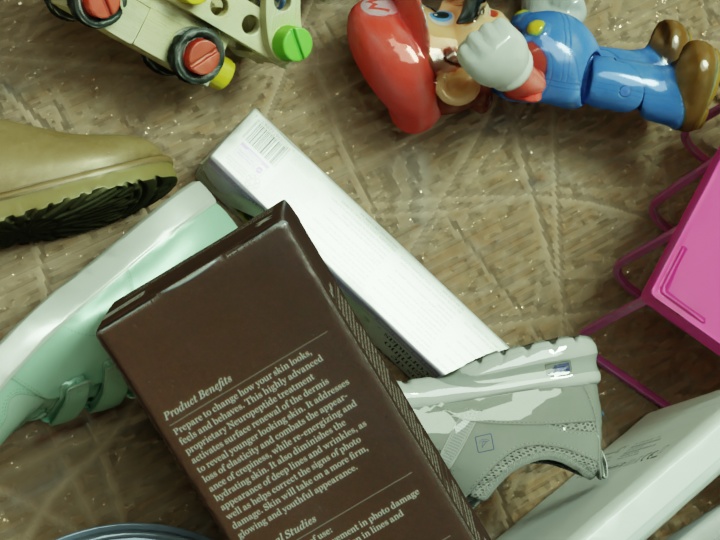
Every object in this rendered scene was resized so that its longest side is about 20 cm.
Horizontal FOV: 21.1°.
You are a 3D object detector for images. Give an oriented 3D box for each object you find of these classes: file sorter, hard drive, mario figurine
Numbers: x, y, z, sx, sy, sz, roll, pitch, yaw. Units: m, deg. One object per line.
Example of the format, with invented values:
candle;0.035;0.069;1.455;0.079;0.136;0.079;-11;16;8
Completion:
file sorter;0.226;-0.016;1.048;0.139;0.125;0.201;34;69;-9
hard drive;0.110;0.129;0.965;0.200;0.132;0.027;-36;91;-23
mario figurine;0.091;-0.129;1.036;0.199;0.123;0.107;4;73;-13

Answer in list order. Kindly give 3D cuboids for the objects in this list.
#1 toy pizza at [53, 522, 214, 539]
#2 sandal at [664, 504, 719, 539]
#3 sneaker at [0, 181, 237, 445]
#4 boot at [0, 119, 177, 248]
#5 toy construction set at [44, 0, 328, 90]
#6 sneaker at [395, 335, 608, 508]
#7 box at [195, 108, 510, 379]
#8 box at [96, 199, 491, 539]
toy pizza;-0.109;0.222;0.920;0.199;0.032;0.202;4;78;-19
sandal;0.169;0.166;0.993;0.206;0.079;0.059;-33;78;-4
sneaker;-0.112;0.059;0.942;0.200;0.074;0.118;-42;92;-23
boot;-0.198;-0.112;0.965;0.174;0.066;0.201;-13;79;-22
toy construction set;-0.091;-0.169;0.985;0.199;0.092;0.132;27;87;-18
sneaker;0.029;0.093;0.955;0.199;0.075;0.083;-16;84;4
box;0.000;0.000;1.014;0.200;0.039;0.041;42;68;-4
box;-0.026;0.080;0.888;0.100;0.075;0.201;-30;101;4
